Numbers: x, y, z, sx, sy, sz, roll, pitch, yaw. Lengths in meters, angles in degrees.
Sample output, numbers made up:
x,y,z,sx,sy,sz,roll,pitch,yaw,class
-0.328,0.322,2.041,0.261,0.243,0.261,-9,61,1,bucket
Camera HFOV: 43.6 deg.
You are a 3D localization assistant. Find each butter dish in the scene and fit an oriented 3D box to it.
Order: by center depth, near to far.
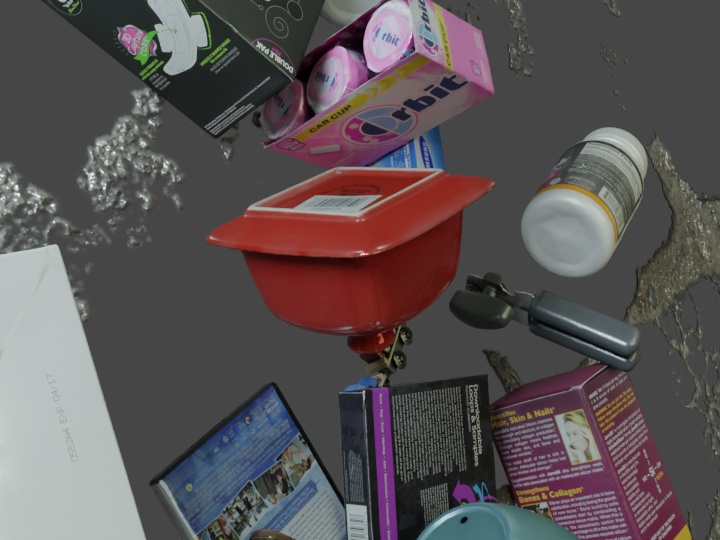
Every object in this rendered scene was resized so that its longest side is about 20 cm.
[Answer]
x,y,z,sx,sy,sz,roll,pitch,yaw,class
0.000,0.000,0.779,0.198,0.197,0.151,-29,117,-46,butter dish

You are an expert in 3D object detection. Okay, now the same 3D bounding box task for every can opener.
x,y,z,sx,sy,sz,roll,pitch,yaw,class
0.184,0.059,0.919,0.067,0.197,0.054,-50,146,-26,can opener

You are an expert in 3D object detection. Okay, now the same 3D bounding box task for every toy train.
x,y,z,sx,sy,sz,roll,pitch,yaw,class
0.022,0.072,0.851,0.046,0.034,0.203,38,51,-24,toy train

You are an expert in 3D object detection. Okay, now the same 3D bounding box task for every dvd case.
x,y,z,sx,sy,sz,roll,pitch,yaw,class
-0.066,0.211,0.721,0.142,0.017,0.203,-37,99,-46,dvd case

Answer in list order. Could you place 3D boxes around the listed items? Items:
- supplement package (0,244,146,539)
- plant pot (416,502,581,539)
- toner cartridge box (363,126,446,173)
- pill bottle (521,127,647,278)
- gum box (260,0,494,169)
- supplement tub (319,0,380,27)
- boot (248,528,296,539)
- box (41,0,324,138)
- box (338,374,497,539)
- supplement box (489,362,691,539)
x,y,z,sx,sy,sz,roll,pitch,yaw,class
-0.239,0.109,0.529,0.154,0.110,0.204,-14,83,-46,supplement package
0.106,0.268,0.717,0.136,0.197,0.201,57,44,-24,plant pot
0.030,-0.158,0.908,0.043,0.094,0.205,7,68,-40,toner cartridge box
0.282,-0.090,1.109,0.117,0.115,0.200,54,45,-12,pill bottle
0.007,-0.162,0.818,0.112,0.198,0.068,12,62,-46,gum box
-0.022,-0.348,0.887,0.121,0.123,0.203,14,43,-39,supplement tub
-0.034,0.289,0.653,0.202,0.074,0.097,56,42,-14,boot
-0.144,-0.245,0.756,0.199,0.123,0.151,37,51,-28,box
0.058,0.174,0.812,0.198,0.036,0.147,2,83,-49,box
0.233,0.211,0.929,0.102,0.130,0.204,-18,86,-47,supplement box
